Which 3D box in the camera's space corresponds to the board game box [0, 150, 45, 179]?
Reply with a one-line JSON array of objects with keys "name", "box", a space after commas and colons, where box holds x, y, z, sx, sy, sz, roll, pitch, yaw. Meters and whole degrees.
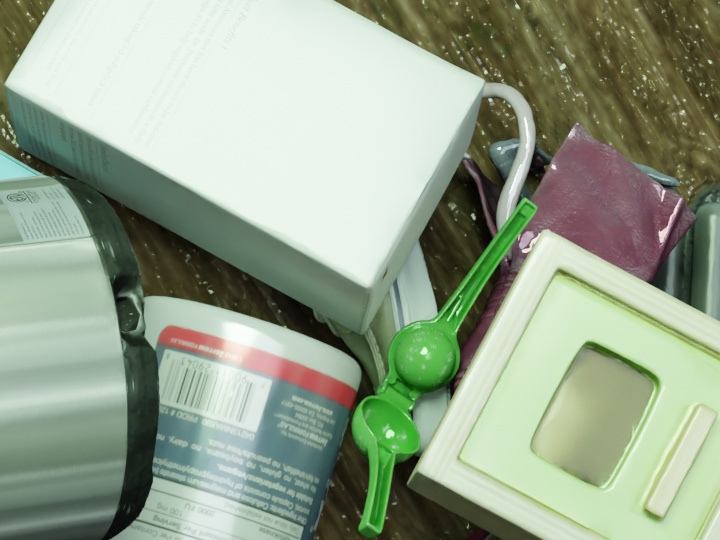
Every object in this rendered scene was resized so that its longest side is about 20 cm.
[{"name": "board game box", "box": [-0.258, 0.009, 1.435, 0.151, 0.047, 0.201, 31, 78, -18]}]

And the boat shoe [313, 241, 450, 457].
[{"name": "boat shoe", "box": [0.000, 0.000, 1.532, 0.062, 0.072, 0.201, -13, 84, -6]}]

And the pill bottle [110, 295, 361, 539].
[{"name": "pill bottle", "box": [-0.082, 0.124, 1.461, 0.119, 0.120, 0.201, 20, 82, -19]}]

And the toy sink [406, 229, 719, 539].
[{"name": "toy sink", "box": [0.140, 0.089, 1.408, 0.199, 0.112, 0.131, 29, 82, 2]}]

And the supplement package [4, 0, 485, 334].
[{"name": "supplement package", "box": [-0.056, -0.074, 1.447, 0.199, 0.117, 0.117, 29, 77, 4]}]

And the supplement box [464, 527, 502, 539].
[{"name": "supplement box", "box": [0.082, 0.197, 1.516, 0.200, 0.131, 0.103, -42, 102, -18]}]

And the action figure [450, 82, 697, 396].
[{"name": "action figure", "box": [0.092, 0.019, 1.510, 0.149, 0.134, 0.201, 43, 56, -32]}]

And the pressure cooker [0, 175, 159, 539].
[{"name": "pressure cooker", "box": [-0.207, 0.048, 1.335, 0.199, 0.176, 0.179, -7, 87, -25]}]

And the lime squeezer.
[{"name": "lime squeezer", "box": [0.027, 0.051, 1.457, 0.038, 0.071, 0.200, 27, 61, 2]}]

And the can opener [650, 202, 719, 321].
[{"name": "can opener", "box": [0.183, 0.065, 1.610, 0.067, 0.053, 0.201, 12, 80, -57]}]
